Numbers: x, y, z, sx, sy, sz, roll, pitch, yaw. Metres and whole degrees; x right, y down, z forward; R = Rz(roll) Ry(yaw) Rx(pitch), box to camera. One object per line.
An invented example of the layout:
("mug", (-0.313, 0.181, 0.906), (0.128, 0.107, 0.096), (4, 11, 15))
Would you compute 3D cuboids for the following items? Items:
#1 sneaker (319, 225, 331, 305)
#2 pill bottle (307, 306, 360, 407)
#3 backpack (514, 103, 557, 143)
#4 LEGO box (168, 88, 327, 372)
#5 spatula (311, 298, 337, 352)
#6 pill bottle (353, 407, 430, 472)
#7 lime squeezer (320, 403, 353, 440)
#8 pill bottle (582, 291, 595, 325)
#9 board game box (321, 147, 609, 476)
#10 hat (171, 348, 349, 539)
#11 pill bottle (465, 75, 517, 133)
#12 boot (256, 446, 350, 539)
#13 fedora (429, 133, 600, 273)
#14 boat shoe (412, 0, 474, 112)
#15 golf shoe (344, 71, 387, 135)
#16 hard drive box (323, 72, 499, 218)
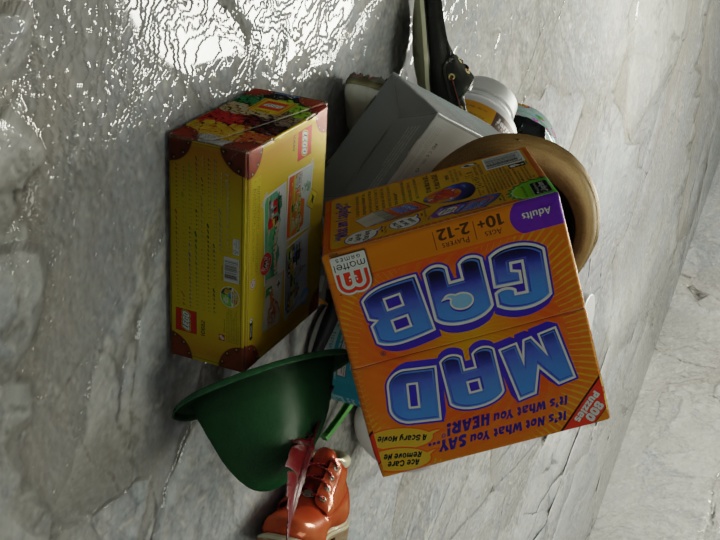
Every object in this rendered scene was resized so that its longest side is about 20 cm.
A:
("sneaker", (0.000, 0.000, 1.465), (0.200, 0.078, 0.078), (9, 101, -62))
("pill bottle", (0.050, 0.103, 1.465), (0.111, 0.198, 0.112), (14, 90, -68))
("backpack", (0.186, -0.115, 1.778), (0.127, 0.165, 0.202), (-75, 168, -72))
("LEGO box", (-0.096, -0.037, 1.182), (0.149, 0.076, 0.202), (-40, 138, -57))
("spatula", (-0.046, 0.106, 1.418), (0.056, 0.020, 0.202), (-30, 140, -53))
("pill bottle", (0.080, 0.144, 1.685), (0.200, 0.115, 0.117), (-54, 149, -47))
("lime squeezer", (0.006, 0.102, 1.578), (0.071, 0.037, 0.202), (25, 80, -68))
("pill bottle", (0.206, 0.049, 1.830), (0.111, 0.198, 0.112), (13, 90, -68))
("board game box", (0.086, 0.029, 1.204), (0.200, 0.198, 0.202), (-92, 167, -74))
("hat", (-0.065, 0.178, 1.182), (0.199, 0.165, 0.177), (-6, 71, -50))
("pill bottle", (0.119, -0.132, 1.626), (0.110, 0.108, 0.201), (72, 37, -53))
("boot", (-0.057, 0.245, 1.469), (0.200, 0.074, 0.108), (-2, 101, -77))
("fedora", (0.135, -0.052, 1.350), (0.082, 0.199, 0.203), (-123, -146, -63))
("boat shoe", (0.093, -0.208, 1.521), (0.074, 0.062, 0.204), (-124, -155, -82))
("golf shoe", (0.023, -0.131, 1.434), (0.200, 0.072, 0.093), (58, 49, -61))
("hard drive box", (0.063, -0.093, 1.401), (0.156, 0.077, 0.199), (-53, 146, 13))
